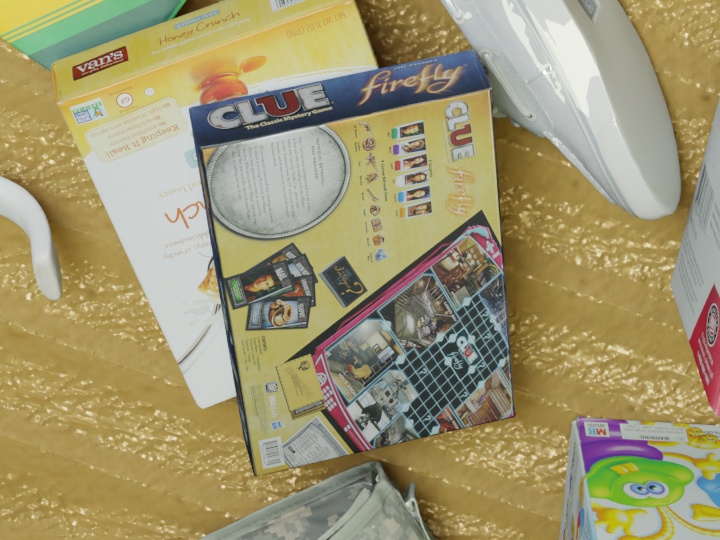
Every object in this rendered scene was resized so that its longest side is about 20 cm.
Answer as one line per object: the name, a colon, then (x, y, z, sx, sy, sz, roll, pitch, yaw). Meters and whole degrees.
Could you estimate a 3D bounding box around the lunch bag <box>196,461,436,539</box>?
lunch bag: (-0.026, 0.211, 1.273, 0.199, 0.118, 0.164, -31, 111, 6)

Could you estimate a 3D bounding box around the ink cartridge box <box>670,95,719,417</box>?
ink cartridge box: (0.241, -0.042, 1.142, 0.144, 0.145, 0.201, 9, 114, -4)

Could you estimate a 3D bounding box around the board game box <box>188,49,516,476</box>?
board game box: (0.000, 0.000, 1.160, 0.135, 0.035, 0.201, -12, 129, -7)

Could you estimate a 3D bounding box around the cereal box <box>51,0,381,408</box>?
cereal box: (-0.044, -0.036, 1.168, 0.143, 0.040, 0.201, -20, 129, 3)

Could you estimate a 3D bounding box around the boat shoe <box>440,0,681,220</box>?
boat shoe: (0.083, -0.103, 1.162, 0.068, 0.072, 0.200, -19, 122, 31)

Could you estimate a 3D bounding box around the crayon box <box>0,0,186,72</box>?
crayon box: (-0.162, -0.183, 1.125, 0.200, 0.058, 0.119, 35, 110, -14)

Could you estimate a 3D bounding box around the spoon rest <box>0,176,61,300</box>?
spoon rest: (-0.243, -0.017, 1.197, 0.199, 0.061, 0.100, 0, 148, 2)

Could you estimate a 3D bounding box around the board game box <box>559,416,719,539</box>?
board game box: (0.157, 0.166, 1.205, 0.102, 0.200, 0.105, 3, 115, -2)
